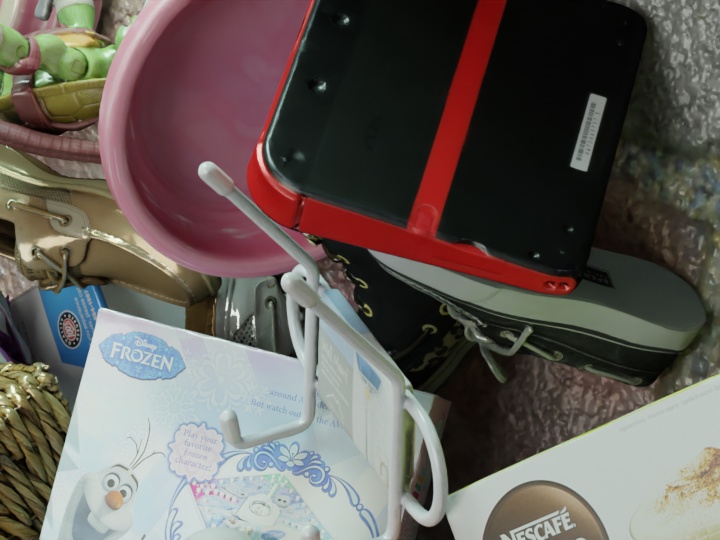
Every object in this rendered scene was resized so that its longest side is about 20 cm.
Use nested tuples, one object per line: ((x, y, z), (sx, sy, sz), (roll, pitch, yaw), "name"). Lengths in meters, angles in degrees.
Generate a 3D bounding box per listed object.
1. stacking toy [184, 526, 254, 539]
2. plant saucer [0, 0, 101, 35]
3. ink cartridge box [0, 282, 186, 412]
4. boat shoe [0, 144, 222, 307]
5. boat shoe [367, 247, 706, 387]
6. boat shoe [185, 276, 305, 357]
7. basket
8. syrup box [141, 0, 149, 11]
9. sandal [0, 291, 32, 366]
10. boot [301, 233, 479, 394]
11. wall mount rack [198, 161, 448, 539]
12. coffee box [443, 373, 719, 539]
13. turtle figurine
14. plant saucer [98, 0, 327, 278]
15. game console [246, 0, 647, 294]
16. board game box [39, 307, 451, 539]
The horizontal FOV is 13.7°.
((-0.023, 0.190, 1.533), (0.199, 0.146, 0.147), (27, 113, 31), "stacking toy")
((-0.246, -0.191, 1.864), (0.200, 0.051, 0.202), (7, 101, 38), "plant saucer")
((-0.181, 0.091, 1.838), (0.200, 0.086, 0.147), (-28, 78, 39), "ink cartridge box")
((-0.170, -0.016, 1.729), (0.199, 0.065, 0.071), (22, 152, 28), "boat shoe")
((0.081, 0.015, 1.558), (0.068, 0.198, 0.074), (-56, 36, 33), "boat shoe")
((-0.063, 0.042, 1.752), (0.071, 0.069, 0.201), (148, 126, -70), "boat shoe")
((-0.253, 0.145, 1.726), (0.199, 0.149, 0.143), (2, 125, 46), "basket")
((-0.044, -0.201, 1.689), (0.081, 0.079, 0.201), (40, 119, 29), "syrup box")
((-0.231, 0.022, 1.781), (0.203, 0.050, 0.083), (53, 162, 11), "sandal")
((0.001, -0.002, 1.631), (0.203, 0.153, 0.074), (-38, 33, 31), "boot")
((-0.025, 0.043, 1.500), (0.200, 0.074, 0.175), (-130, 34, -52), "wall mount rack")
((0.197, 0.154, 1.465), (0.199, 0.200, 0.199), (-27, 79, 38), "coffee box")
((-0.212, -0.145, 1.693), (0.193, 0.144, 0.201), (-19, 124, 13), "turtle figurine")
((-0.054, -0.095, 1.650), (0.051, 0.200, 0.201), (45, 124, 52), "plant saucer")
((0.045, -0.083, 1.536), (0.176, 0.201, 0.031), (17, 141, 1), "game console")
((-0.071, 0.141, 1.626), (0.199, 0.043, 0.200), (14, 88, 17), "board game box")
